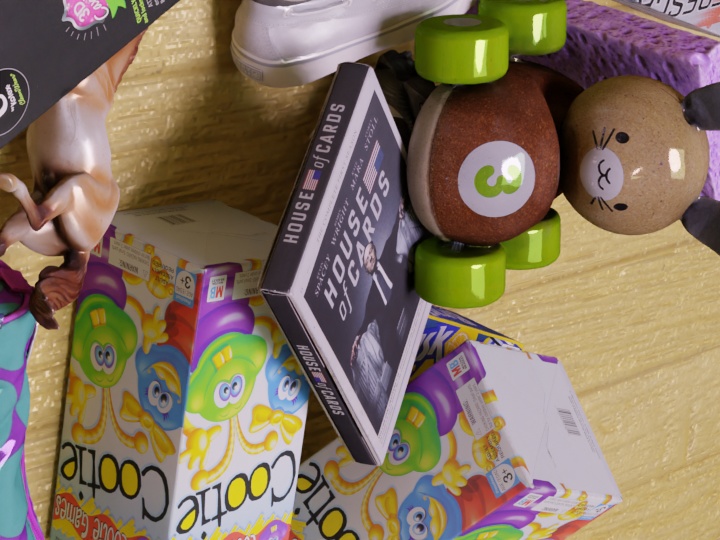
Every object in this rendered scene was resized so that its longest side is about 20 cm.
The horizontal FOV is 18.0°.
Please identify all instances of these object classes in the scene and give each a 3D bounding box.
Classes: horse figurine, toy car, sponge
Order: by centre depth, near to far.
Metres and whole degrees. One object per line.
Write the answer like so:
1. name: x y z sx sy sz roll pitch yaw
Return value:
1. horse figurine: -0.159 -0.066 1.190 0.132 0.050 0.201 15 74 -64
2. toy car: 0.141 -0.063 1.321 0.158 0.199 0.165 -30 124 -56
3. sponge: 0.149 -0.117 1.429 0.030 0.199 0.112 -40 133 -27

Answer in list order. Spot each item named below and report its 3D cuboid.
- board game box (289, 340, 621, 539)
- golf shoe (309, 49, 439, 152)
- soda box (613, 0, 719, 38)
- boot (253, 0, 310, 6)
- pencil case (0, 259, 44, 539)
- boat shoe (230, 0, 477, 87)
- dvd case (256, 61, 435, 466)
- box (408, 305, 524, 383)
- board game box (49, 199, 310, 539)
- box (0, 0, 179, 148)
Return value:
1. board game box: 0.043 0.145 1.421 0.200 0.105 0.103 -39 149 28
2. golf shoe: 0.024 -0.045 1.434 0.094 0.078 0.200 -34 132 -10
3. soda box: 0.194 -0.209 1.539 0.200 0.068 0.064 9 100 -52
4. boot: 0.011 -0.248 1.247 0.203 0.073 0.154 -31 140 -24
5. pencil case: -0.208 0.095 1.208 0.092 0.085 0.201 -6 117 -15
6. boat shoe: 0.005 -0.177 1.336 0.199 0.072 0.069 -25 143 -29
7. dvd case: 0.000 0.000 1.299 0.200 0.025 0.151 65 38 -56
8. box: 0.017 0.049 1.459 0.200 0.070 0.065 18 95 -52
9. board game box: -0.099 0.073 1.310 0.105 0.103 0.201 -10 115 -46
10. box: -0.174 -0.170 1.068 0.200 0.148 0.125 -44 137 -28
